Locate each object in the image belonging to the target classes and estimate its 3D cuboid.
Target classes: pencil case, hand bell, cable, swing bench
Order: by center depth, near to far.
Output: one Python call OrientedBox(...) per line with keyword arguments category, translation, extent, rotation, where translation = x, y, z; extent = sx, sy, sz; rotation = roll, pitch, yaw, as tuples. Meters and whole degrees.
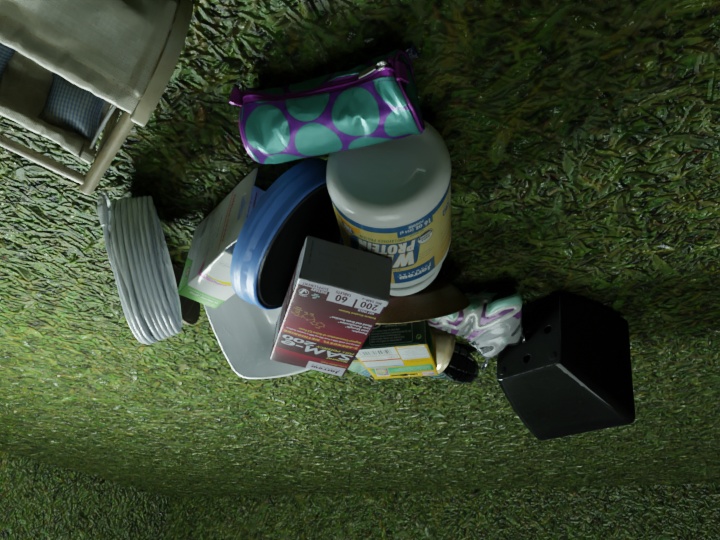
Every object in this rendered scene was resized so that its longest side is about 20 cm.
OrientedBox(category="swing bench", translation=(-0.289, -0.205, 0.549), extent=(0.196, 0.133, 0.198), rotation=(26, 143, -34))
OrientedBox(category="pencil case", translation=(-0.032, -0.169, 0.632), extent=(0.194, 0.088, 0.093), rotation=(-8, 149, 20))
OrientedBox(category="cable", translation=(-0.299, -0.002, 0.844), extent=(0.067, 0.206, 0.200), rotation=(-14, 173, -14))
OrientedBox(category="hand bell", translation=(0.067, 0.115, 1.117), extent=(0.195, 0.107, 0.104), rotation=(20, 148, -19))

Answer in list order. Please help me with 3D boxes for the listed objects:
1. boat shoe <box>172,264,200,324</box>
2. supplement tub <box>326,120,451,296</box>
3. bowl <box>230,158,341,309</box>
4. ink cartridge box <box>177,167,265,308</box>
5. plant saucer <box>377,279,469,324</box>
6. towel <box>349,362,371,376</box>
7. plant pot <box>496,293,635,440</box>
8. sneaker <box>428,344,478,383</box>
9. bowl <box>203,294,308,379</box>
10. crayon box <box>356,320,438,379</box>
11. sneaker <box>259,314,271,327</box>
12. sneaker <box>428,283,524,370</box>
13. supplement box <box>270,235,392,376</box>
OrientedBox(category="boat shoe", translation=(-0.343, 0.023, 1.029), extent=(0.066, 0.074, 0.202), rotation=(-2, 141, 18))
OrientedBox(category="supplement tub", translation=(0.041, -0.071, 0.735), extent=(0.139, 0.149, 0.202), rotation=(-2, 151, 8))
OrientedBox(category="bowl", translation=(-0.081, -0.040, 0.763), extent=(0.039, 0.201, 0.202), rotation=(33, 157, 18))
OrientedBox(category="ink cartridge box", translation=(-0.174, -0.040, 0.838), extent=(0.066, 0.120, 0.198), rotation=(25, 145, -28))
OrientedBox(category="plant saucer", translation=(0.077, 0.045, 0.971), extent=(0.193, 0.037, 0.200), rotation=(-7, -173, 1))
OrientedBox(category="towel", translation=(-0.011, 0.188, 1.327), extent=(0.196, 0.022, 0.145), rotation=(24, 145, -32))
OrientedBox(category="plant pot", translation=(0.349, 0.160, 1.080), extent=(0.175, 0.205, 0.197), rotation=(33, 141, -27))
OrientedBox(category="sneaker", translation=(0.156, 0.189, 1.278), extent=(0.194, 0.078, 0.079), rotation=(18, 160, -9))
OrientedBox(category="bowl", translation=(-0.156, 0.072, 1.012), extent=(0.195, 0.075, 0.205), rotation=(-13, 106, 27))
OrientedBox(category="crayon box", translation=(0.062, 0.133, 1.021), extent=(0.121, 0.053, 0.201), rotation=(-6, 156, 11))
OrientedBox(category="sneaker", translation=(-0.086, 0.074, 1.106), extent=(0.194, 0.072, 0.076), rotation=(10, 134, -22))
OrientedBox(category="sneaker", translation=(0.189, 0.111, 1.051), extent=(0.194, 0.078, 0.144), rotation=(-8, 112, 21))
OrientedBox(category="supplement box", translation=(-0.041, 0.052, 0.737), extent=(0.105, 0.062, 0.202), rotation=(14, 144, -9))
